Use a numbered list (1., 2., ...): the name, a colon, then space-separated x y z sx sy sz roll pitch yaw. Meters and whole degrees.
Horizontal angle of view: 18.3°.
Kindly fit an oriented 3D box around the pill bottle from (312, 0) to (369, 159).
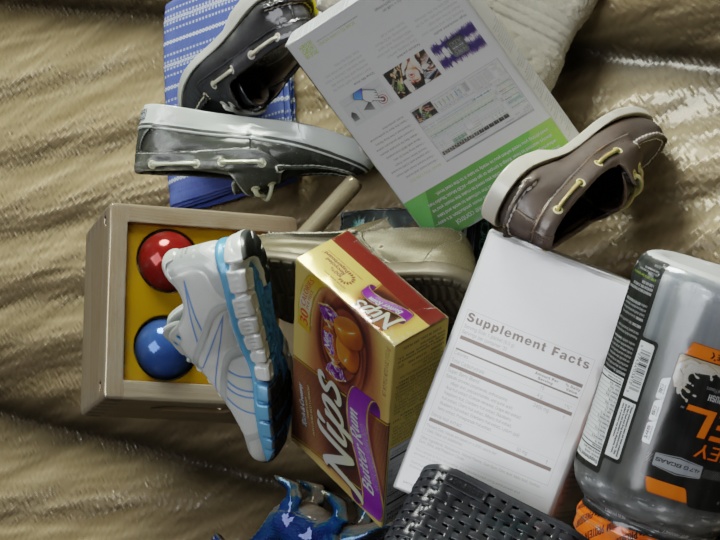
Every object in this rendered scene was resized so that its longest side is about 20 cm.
1. pill bottle: 0.020 -0.193 1.796 0.109 0.109 0.201 -23 68 30

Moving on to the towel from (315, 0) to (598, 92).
1. towel: 0.074 -0.210 1.729 0.199 0.034 0.133 27 74 3

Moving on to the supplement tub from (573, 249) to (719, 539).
1. supplement tub: 0.220 0.096 1.532 0.122 0.122 0.201 22 100 37

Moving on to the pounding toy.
1. pounding toy: -0.113 0.021 1.806 0.142 0.199 0.185 147 126 -69

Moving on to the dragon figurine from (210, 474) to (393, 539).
1. dragon figurine: -0.034 0.223 1.775 0.199 0.059 0.100 12 87 38

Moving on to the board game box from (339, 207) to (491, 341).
1. board game box: 0.035 0.050 1.782 0.135 0.028 0.201 0 81 36

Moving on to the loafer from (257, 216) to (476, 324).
1. loafer: 0.000 0.000 1.725 0.199 0.076 0.068 6 44 16

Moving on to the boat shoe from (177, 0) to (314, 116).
1. boat shoe: -0.091 -0.162 1.839 0.200 0.074 0.061 -46 58 47

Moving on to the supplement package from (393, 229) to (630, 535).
1. supplement package: 0.125 0.086 1.634 0.119 0.121 0.201 22 92 18

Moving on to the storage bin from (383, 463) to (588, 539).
1. storage bin: 0.076 0.239 1.582 0.135 0.200 0.094 26 59 11

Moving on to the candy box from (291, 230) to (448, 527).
1. candy box: 0.003 0.083 1.677 0.117 0.056 0.201 42 144 32

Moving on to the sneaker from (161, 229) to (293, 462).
1. sneaker: -0.104 0.059 1.716 0.086 0.075 0.201 -4 119 14

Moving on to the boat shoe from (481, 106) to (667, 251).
1. boat shoe: 0.168 -0.064 1.621 0.059 0.200 0.072 38 127 23

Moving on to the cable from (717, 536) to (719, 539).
1. cable: 0.229 0.259 1.589 0.163 0.051 0.201 -18 66 27

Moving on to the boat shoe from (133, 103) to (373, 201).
1. boat shoe: -0.087 -0.090 1.841 0.199 0.071 0.064 8 82 7

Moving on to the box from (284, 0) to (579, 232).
1. box: 0.058 -0.132 1.689 0.144 0.036 0.200 -29 106 26

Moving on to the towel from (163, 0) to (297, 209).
1. towel: -0.112 -0.157 1.943 0.144 0.024 0.201 -15 70 35
